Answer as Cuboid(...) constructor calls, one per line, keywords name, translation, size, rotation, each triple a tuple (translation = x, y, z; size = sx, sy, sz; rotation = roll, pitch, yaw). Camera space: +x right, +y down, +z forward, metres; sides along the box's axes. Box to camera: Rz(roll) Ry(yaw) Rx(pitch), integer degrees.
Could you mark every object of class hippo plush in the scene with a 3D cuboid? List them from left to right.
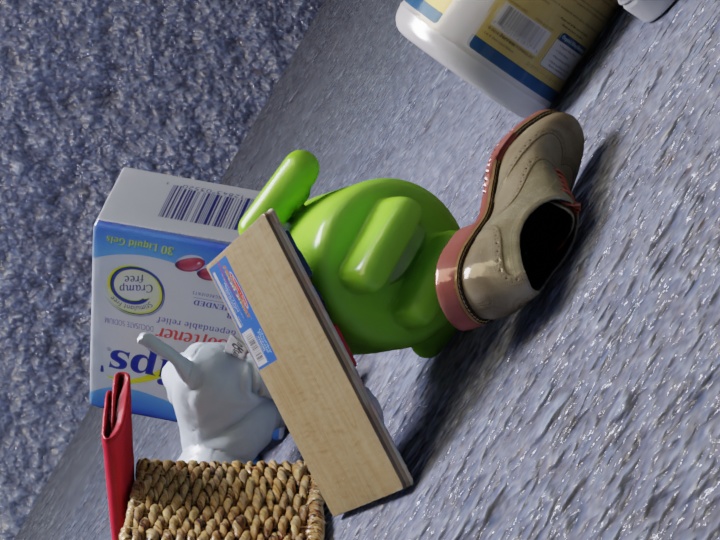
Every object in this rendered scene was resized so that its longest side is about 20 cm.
Cuboid(name="hippo plush", translation=(-0.093, 0.142, 1.668), size=(0.200, 0.158, 0.162), rotation=(82, -171, -82))

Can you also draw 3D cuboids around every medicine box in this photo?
Cuboid(name="medicine box", translation=(-0.139, 0.030, 1.828), size=(0.103, 0.181, 0.201), rotation=(-71, -11, -57))

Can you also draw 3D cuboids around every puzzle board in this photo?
Cuboid(name="puzzle board", translation=(-0.035, 0.065, 1.399), size=(0.017, 0.201, 0.151), rotation=(-25, -4, -23))

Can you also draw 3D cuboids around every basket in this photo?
Cuboid(name="basket", translation=(-0.099, 0.231, 1.516), size=(0.200, 0.148, 0.144), rotation=(-99, 10, -77))

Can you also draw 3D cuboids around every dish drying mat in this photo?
Cuboid(name="dish drying mat", translation=(-0.181, 0.175, 1.564), size=(0.077, 0.018, 0.201), rotation=(-92, 4, -51))

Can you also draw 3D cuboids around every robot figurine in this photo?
Cuboid(name="robot figurine", translation=(0.000, 0.000, 1.435), size=(0.116, 0.175, 0.200), rotation=(-63, 17, -15))

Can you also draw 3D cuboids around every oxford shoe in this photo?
Cuboid(name="oxford shoe", translation=(0.119, -0.037, 1.342), size=(0.075, 0.071, 0.200), rotation=(-13, 36, 37))

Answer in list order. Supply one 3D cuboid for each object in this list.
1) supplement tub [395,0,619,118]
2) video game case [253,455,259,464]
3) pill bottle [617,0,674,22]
Cuboid(name="supplement tub", translation=(0.136, -0.235, 1.614), size=(0.200, 0.144, 0.145), rotation=(-55, 9, 8))
Cuboid(name="video game case", translation=(-0.151, 0.254, 1.852), size=(0.200, 0.018, 0.143), rotation=(-55, 10, 8))
Cuboid(name="pill bottle", translation=(0.149, -0.268, 1.476), size=(0.113, 0.199, 0.113), rotation=(-55, 9, 14))
